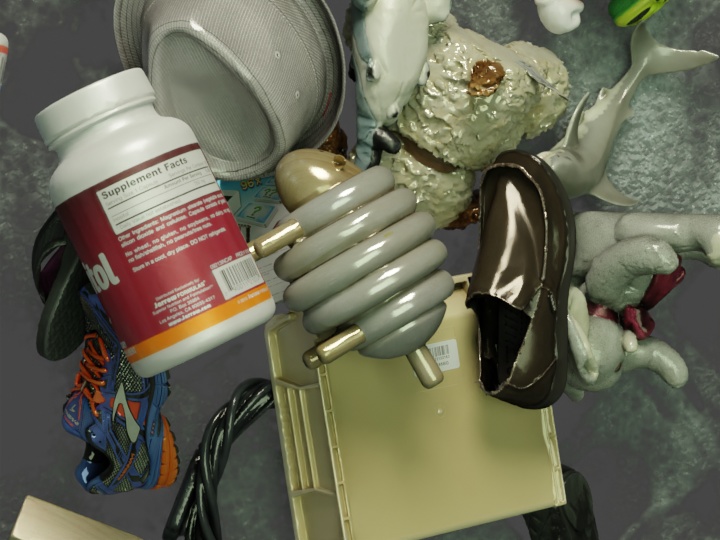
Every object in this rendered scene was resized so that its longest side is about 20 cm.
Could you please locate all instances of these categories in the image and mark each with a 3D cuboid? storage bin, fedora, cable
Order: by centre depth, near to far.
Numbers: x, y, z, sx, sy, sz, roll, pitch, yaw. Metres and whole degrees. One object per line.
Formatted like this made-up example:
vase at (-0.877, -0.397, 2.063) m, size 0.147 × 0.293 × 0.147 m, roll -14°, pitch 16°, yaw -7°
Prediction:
fedora at (-0.104, -0.145, 1.451) m, size 0.177 × 0.090 × 0.200 m, roll -9°, pitch 121°, yaw 19°
storage bin at (0.043, 0.110, 1.554) m, size 0.200 × 0.094 × 0.199 m, roll -10°, pitch 92°, yaw -25°
cable at (-0.062, 0.177, 1.575) m, size 0.163 × 0.051 × 0.200 m, roll 23°, pitch 87°, yaw -14°

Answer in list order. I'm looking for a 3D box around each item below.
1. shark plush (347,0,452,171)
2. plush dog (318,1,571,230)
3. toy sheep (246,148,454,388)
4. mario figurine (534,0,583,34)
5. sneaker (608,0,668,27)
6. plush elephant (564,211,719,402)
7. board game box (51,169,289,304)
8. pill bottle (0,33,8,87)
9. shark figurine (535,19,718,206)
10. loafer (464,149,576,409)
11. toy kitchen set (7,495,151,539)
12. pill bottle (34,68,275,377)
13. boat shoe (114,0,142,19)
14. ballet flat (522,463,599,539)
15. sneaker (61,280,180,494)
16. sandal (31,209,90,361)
shark plush at (0.020, -0.158, 1.492) m, size 0.091 × 0.083 × 0.200 m, roll -9°, pitch 100°, yaw -29°
plush dog at (0.060, -0.106, 1.551) m, size 0.200 × 0.161 × 0.172 m, roll 23°, pitch 113°, yaw -15°
toy sheep at (0.000, 0.000, 1.435) m, size 0.138 × 0.138 × 0.200 m, roll -30°, pitch 94°, yaw -11°
mario figurine at (0.152, -0.271, 1.579) m, size 0.200 × 0.106 × 0.124 m, roll 27°, pitch 124°, yaw 9°
sneaker at (0.248, -0.294, 1.624) m, size 0.083 × 0.074 × 0.200 m, roll 25°, pitch 92°, yaw 11°
plush elephant at (0.209, 0.032, 1.584) m, size 0.200 × 0.165 × 0.155 m, roll 3°, pitch 88°, yaw 2°
board game box at (-0.127, -0.018, 1.550) m, size 0.200 × 0.035 × 0.126 m, roll -20°, pitch 98°, yaw -12°
pill bottle at (-0.332, -0.088, 1.450) m, size 0.112 × 0.112 × 0.200 m, roll 12°, pitch 90°, yaw -16°
shark figurine at (0.204, -0.099, 1.609) m, size 0.089 × 0.128 × 0.215 m, roll 38°, pitch 56°, yaw 7°
loafer at (0.118, 0.008, 1.491) m, size 0.071 × 0.073 × 0.200 m, roll -4°, pitch 89°, yaw -49°
toy kitchen set at (-0.217, 0.319, 1.501) m, size 0.180 × 0.163 × 0.200 m, roll 22°, pitch 52°, yaw -7°
pill bottle at (-0.150, -0.035, 1.394) m, size 0.113 × 0.113 × 0.200 m, roll -26°, pitch 91°, yaw -12°
boat shoe at (-0.141, -0.200, 1.524) m, size 0.064 × 0.071 × 0.200 m, roll -37°, pitch 107°, yaw 26°
ballet flat at (0.172, 0.255, 1.655) m, size 0.066 × 0.057 × 0.200 m, roll -18°, pitch 105°, yaw -41°
sneaker at (-0.188, 0.096, 1.487) m, size 0.078 × 0.075 × 0.200 m, roll -21°, pitch 125°, yaw -22°
sandal at (-0.210, -0.031, 1.483) m, size 0.048 × 0.075 × 0.201 m, roll 16°, pitch 89°, yaw 22°
